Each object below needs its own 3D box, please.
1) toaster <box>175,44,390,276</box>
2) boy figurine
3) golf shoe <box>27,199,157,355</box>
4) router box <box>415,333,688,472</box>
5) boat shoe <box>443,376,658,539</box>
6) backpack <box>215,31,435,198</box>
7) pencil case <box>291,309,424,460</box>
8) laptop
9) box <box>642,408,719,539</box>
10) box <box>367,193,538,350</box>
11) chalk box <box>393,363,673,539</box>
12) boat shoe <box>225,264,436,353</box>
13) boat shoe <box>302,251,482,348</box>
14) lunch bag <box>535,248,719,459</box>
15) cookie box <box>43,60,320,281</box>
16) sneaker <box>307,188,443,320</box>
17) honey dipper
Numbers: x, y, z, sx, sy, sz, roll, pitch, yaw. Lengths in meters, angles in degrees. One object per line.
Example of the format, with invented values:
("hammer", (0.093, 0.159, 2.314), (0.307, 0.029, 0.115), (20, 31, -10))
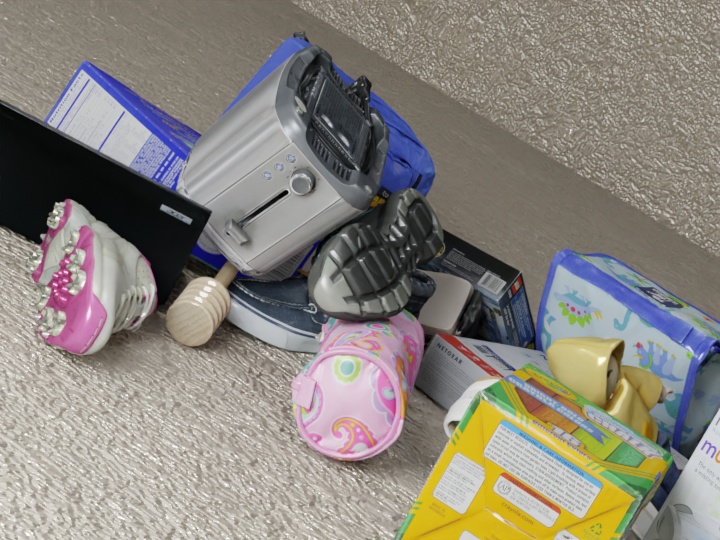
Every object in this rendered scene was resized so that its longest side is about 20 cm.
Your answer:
("toaster", (-0.059, -0.085, 1.420), (0.114, 0.129, 0.200), (48, 22, -17))
("boy figurine", (0.207, 0.121, 1.424), (0.064, 0.124, 0.200), (-4, -54, 40))
("golf shoe", (-0.173, 0.011, 1.265), (0.091, 0.075, 0.200), (28, 13, -20))
("router box", (0.167, 0.132, 1.579), (0.200, 0.049, 0.179), (37, 15, 33))
("boat shoe", (0.141, 0.166, 1.371), (0.200, 0.071, 0.069), (39, 41, 12))
("backpack", (-0.028, -0.100, 1.845), (0.200, 0.163, 0.168), (35, 15, -40))
("pencil case", (-0.001, 0.075, 1.357), (0.087, 0.088, 0.200), (29, 12, -1))
("laptop", (-0.202, -0.059, 1.399), (0.177, 0.103, 0.200), (28, 12, -5))
("box", (0.303, 0.197, 1.325), (0.200, 0.177, 0.097), (18, 16, -43))
("box", (0.068, 0.005, 1.710), (0.200, 0.040, 0.137), (30, -21, 27))
("chalk box", (0.122, 0.148, 1.240), (0.125, 0.124, 0.200), (32, 13, 11))
("boat shoe", (-0.029, 0.017, 1.507), (0.200, 0.091, 0.071), (17, 17, -42))
("boat shoe", (0.015, 0.029, 1.652), (0.200, 0.075, 0.093), (21, -21, 18))
("lunch bag", (0.252, 0.073, 1.682), (0.170, 0.127, 0.200), (33, -16, 27))
("cookie box", (-0.154, -0.076, 1.586), (0.171, 0.075, 0.200), (31, 7, -47))
("sneaker", (0.000, 0.000, 1.404), (0.076, 0.079, 0.200), (62, 26, -4))
("honey dipper", (-0.100, -0.002, 1.429), (0.038, 0.038, 0.200), (29, 28, 1))
